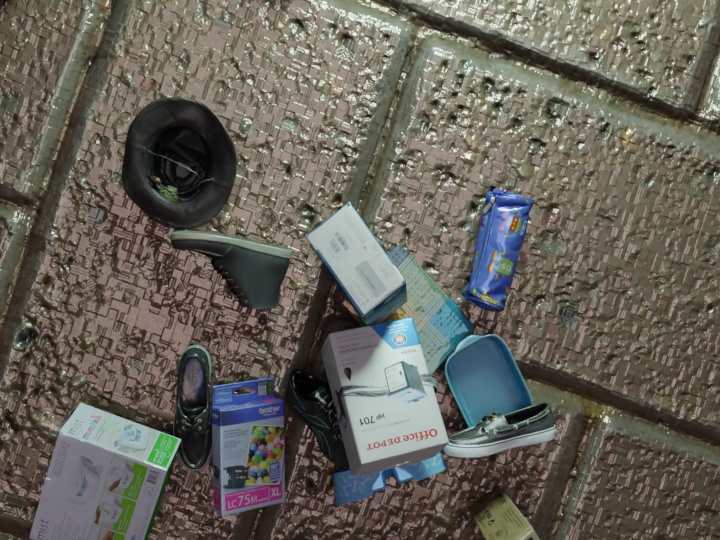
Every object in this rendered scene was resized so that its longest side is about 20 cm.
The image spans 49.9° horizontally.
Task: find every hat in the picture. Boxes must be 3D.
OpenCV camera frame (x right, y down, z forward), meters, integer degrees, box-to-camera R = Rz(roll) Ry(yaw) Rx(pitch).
[{"bbox_3d":[-0.279,-0.174,1.229,0.195,0.081,0.206,1,107,3],"label":"hat"}]

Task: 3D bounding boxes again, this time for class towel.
[{"bbox_3d":[0.081,0.076,1.307,0.147,0.022,0.200,-44,95,-2],"label":"towel"}]

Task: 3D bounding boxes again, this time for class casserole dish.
[{"bbox_3d":[0.214,0.198,1.308,0.119,0.039,0.203,-28,101,-4],"label":"casserole dish"}]

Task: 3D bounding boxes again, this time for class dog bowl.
[{"bbox_3d":[0.044,0.329,1.274,0.196,0.112,0.051,-18,81,-5],"label":"dog bowl"}]

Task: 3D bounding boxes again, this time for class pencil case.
[{"bbox_3d":[0.225,-0.036,1.285,0.085,0.077,0.205,14,91,-35],"label":"pencil case"}]

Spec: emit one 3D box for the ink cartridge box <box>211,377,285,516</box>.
[{"bbox_3d":[-0.181,0.284,1.258,0.117,0.042,0.206,-2,91,-34],"label":"ink cartridge box"}]

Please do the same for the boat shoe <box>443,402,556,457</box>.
[{"bbox_3d":[0.227,0.260,1.270,0.195,0.069,0.058,-8,97,-14],"label":"boat shoe"}]

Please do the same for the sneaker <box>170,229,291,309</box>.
[{"bbox_3d":[-0.210,0.000,1.232,0.196,0.075,0.109,11,93,-20],"label":"sneaker"}]

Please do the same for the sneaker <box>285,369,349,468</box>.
[{"bbox_3d":[-0.051,0.235,1.225,0.199,0.080,0.075,37,56,27],"label":"sneaker"}]

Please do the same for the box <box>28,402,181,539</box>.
[{"bbox_3d":[-0.398,0.341,1.208,0.173,0.097,0.204,20,107,-5],"label":"box"}]

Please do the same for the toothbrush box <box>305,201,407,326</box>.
[{"bbox_3d":[0.000,0.000,1.190,0.085,0.200,0.148,-36,81,-1],"label":"toothbrush box"}]

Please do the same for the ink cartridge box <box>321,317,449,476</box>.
[{"bbox_3d":[0.035,0.191,1.183,0.143,0.086,0.204,-10,66,-16],"label":"ink cartridge box"}]

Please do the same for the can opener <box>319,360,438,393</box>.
[{"bbox_3d":[0.031,0.183,1.285,0.195,0.067,0.054,14,122,10],"label":"can opener"}]

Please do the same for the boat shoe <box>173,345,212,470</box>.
[{"bbox_3d":[-0.272,0.226,1.252,0.067,0.057,0.206,-1,92,-6],"label":"boat shoe"}]

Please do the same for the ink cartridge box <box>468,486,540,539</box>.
[{"bbox_3d":[0.264,0.466,1.252,0.074,0.200,0.166,-34,96,-2],"label":"ink cartridge box"}]
